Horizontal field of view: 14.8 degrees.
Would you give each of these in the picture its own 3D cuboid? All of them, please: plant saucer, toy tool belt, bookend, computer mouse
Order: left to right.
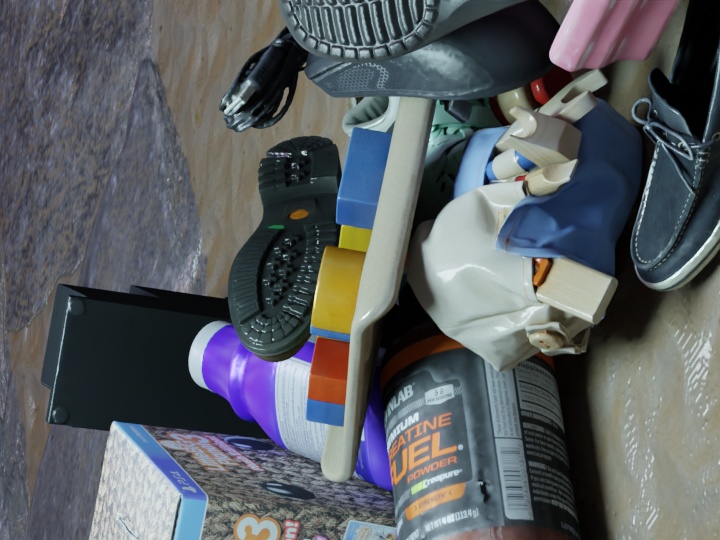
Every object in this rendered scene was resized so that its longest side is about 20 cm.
[{"bbox_3d":[-0.155,0.064,2.046,0.199,0.199,0.093,-162,82,-67],"label":"bookend"},{"bbox_3d":[0.021,-0.135,1.585,0.139,0.199,0.053,-52,-47,-49],"label":"computer mouse"},{"bbox_3d":[0.114,-0.047,1.563,0.122,0.125,0.201,-17,49,45],"label":"toy tool belt"},{"bbox_3d":[0.166,-0.189,1.458,0.202,0.051,0.201,-62,-2,-4],"label":"plant saucer"}]

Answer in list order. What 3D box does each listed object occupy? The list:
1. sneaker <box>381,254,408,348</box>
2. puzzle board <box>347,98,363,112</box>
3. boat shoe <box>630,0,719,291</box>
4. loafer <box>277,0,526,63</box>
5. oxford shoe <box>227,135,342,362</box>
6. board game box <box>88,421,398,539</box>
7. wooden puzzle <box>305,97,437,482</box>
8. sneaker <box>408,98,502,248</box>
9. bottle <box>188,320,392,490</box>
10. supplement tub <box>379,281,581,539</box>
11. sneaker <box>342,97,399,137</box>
[{"bbox_3d":[-0.005,0.056,1.849,0.094,0.070,0.200,-97,29,-45],"label":"sneaker"},{"bbox_3d":[0.005,-0.207,1.912,0.151,0.017,0.202,84,-170,-74],"label":"puzzle board"},{"bbox_3d":[0.178,-0.081,1.467,0.075,0.062,0.201,-117,40,-52],"label":"boat shoe"},{"bbox_3d":[0.048,-0.163,1.516,0.199,0.071,0.074,-10,100,27],"label":"loafer"},{"bbox_3d":[-0.036,0.002,1.777,0.201,0.072,0.085,-74,-23,-52],"label":"oxford shoe"},{"bbox_3d":[-0.054,0.173,1.760,0.159,0.199,0.098,-147,67,-65],"label":"board game box"},{"bbox_3d":[0.000,0.000,1.641,0.201,0.046,0.186,103,180,-56],"label":"wooden puzzle"},{"bbox_3d":[0.073,-0.086,1.705,0.118,0.073,0.202,-167,76,-74],"label":"sneaker"},{"bbox_3d":[-0.028,0.079,1.788,0.199,0.065,0.084,17,120,42],"label":"bottle"},{"bbox_3d":[0.067,0.098,1.613,0.107,0.106,0.201,128,143,-50],"label":"supplement tub"},{"bbox_3d":[0.045,-0.161,1.789,0.074,0.088,0.201,-121,46,-59],"label":"sneaker"}]
